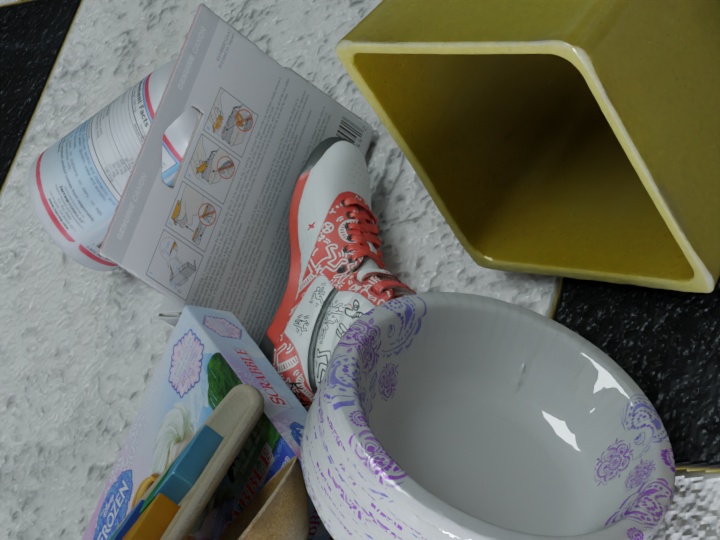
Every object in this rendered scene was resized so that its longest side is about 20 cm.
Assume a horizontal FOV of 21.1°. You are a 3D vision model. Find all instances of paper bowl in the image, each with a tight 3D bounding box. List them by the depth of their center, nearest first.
[{"bbox_3d":[0.065,0.114,1.071,0.201,0.200,0.104,-110,32,-46],"label":"paper bowl"}]

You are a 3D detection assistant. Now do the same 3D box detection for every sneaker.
[{"bbox_3d":[0.000,0.001,1.305,0.108,0.067,0.202,-4,63,41],"label":"sneaker"}]

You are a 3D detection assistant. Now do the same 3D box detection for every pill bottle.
[{"bbox_3d":[-0.151,-0.092,1.486,0.200,0.109,0.109,-32,44,22],"label":"pill bottle"}]

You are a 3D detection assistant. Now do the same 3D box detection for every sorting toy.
[{"bbox_3d":[-0.139,0.174,1.155,0.185,0.036,0.200,-50,10,34],"label":"sorting toy"}]

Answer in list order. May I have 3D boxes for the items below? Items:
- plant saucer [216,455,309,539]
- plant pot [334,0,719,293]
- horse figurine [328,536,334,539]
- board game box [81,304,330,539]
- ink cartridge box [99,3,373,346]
[{"bbox_3d":[-0.087,0.192,1.080,0.200,0.035,0.200,-50,1,1],"label":"plant saucer"},{"bbox_3d":[0.147,-0.130,1.174,0.194,0.196,0.200,7,51,47],"label":"plant pot"},{"bbox_3d":[0.003,0.126,1.213,0.200,0.050,0.133,-59,24,6],"label":"horse figurine"},{"bbox_3d":[-0.098,0.157,1.249,0.200,0.041,0.200,47,118,50],"label":"board game box"},{"bbox_3d":[-0.092,-0.055,1.346,0.045,0.176,0.200,-6,57,49],"label":"ink cartridge box"}]
